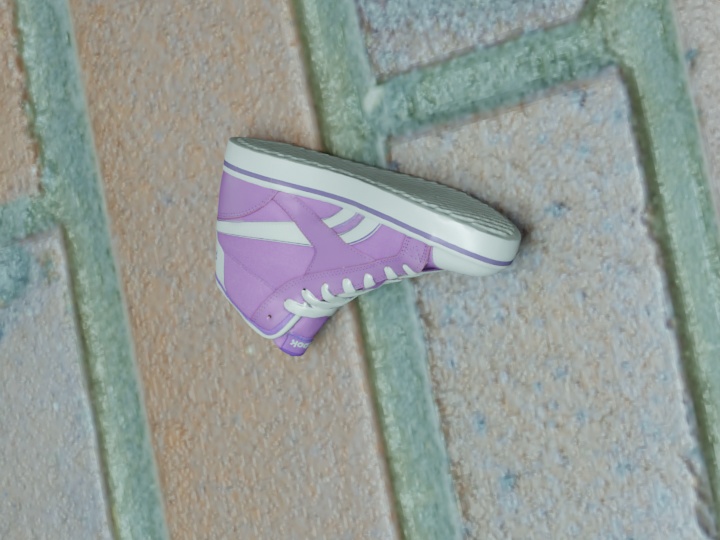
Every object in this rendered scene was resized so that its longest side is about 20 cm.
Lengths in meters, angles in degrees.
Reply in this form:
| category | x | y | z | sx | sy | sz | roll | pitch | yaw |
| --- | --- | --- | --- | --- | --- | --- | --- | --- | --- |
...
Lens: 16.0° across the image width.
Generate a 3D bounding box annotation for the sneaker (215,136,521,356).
| category | x | y | z | sx | sy | sz | roll | pitch | yaw |
| --- | --- | --- | --- | --- | --- | --- | --- | --- | --- |
| sneaker | 0.000 | 0.000 | 1.451 | 0.200 | 0.072 | 0.115 | 17 | 100 | 37 |
